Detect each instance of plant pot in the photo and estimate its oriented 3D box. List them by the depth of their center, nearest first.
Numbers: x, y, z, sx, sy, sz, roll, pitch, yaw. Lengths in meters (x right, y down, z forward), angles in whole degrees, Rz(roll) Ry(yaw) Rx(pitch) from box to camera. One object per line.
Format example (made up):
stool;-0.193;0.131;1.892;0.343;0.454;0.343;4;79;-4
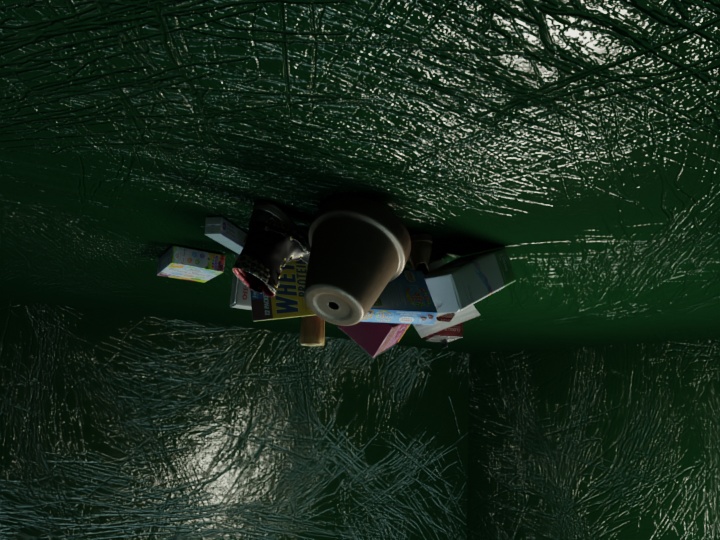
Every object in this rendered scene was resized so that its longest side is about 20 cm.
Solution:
plant pot;-0.020;-0.003;1.031;0.195;0.177;0.203;13;142;10

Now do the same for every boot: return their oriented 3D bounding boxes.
boot;-0.152;-0.019;1.101;0.072;0.153;0.200;-9;140;40
boot;0.128;-0.023;1.299;0.072;0.078;0.200;-1;170;1
boot;-0.173;0.132;1.779;0.065;0.205;0.173;14;164;-41

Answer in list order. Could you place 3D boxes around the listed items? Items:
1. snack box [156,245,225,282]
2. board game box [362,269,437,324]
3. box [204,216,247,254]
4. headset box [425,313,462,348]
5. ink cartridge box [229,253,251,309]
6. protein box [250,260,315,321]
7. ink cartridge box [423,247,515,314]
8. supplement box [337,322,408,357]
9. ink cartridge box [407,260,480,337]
snack box;-0.467;-0.014;1.557;0.139;0.054;0.199;9;166;-29
board game box;0.044;0.047;1.154;0.195;0.037;0.152;3;-148;-9
box;-0.284;-0.072;1.278;0.040;0.040;0.200;-2;167;15
headset box;0.230;0.109;1.565;0.073;0.205;0.149;5;167;-5
ink cartridge box;-0.233;0.032;1.486;0.196;0.149;0.083;9;168;-23
protein box;-0.145;0.029;1.306;0.193;0.139;0.200;-6;-178;-2
ink cartridge box;0.228;0.026;1.282;0.198;0.089;0.144;-24;-174;-36
supplement box;0.047;0.132;1.518;0.130;0.104;0.199;39;-161;15
ink cartridge box;0.164;0.072;1.356;0.197;0.175;0.044;-14;150;-33
